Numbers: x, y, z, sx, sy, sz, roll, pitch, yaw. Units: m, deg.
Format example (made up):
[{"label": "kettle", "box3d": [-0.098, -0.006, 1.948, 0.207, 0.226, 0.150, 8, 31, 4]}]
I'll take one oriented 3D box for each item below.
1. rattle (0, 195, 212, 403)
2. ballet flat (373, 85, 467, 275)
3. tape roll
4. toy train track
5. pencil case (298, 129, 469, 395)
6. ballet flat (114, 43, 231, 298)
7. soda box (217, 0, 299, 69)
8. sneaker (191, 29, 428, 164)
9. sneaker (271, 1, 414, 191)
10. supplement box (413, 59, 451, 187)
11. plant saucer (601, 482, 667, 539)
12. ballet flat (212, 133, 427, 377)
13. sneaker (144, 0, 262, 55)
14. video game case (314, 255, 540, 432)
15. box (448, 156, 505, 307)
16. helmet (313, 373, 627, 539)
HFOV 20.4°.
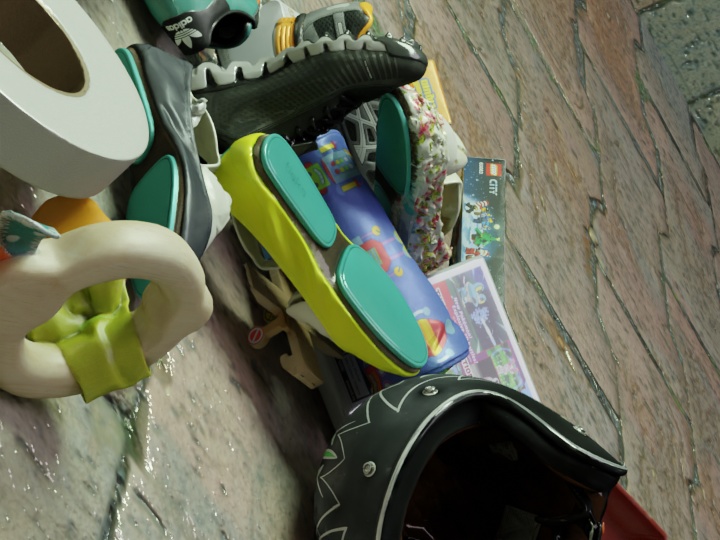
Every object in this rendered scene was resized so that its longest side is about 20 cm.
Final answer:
[{"label": "rattle", "box3d": [-0.169, -0.023, 1.032, 0.200, 0.130, 0.143, 31, 43, -54]}, {"label": "ballet flat", "box3d": [0.043, -0.068, 1.444, 0.200, 0.064, 0.076, 95, -28, -53]}, {"label": "tape roll", "box3d": [-0.201, -0.128, 1.113, 0.203, 0.037, 0.203, 43, 18, -18]}, {"label": "toy train track", "box3d": [-0.067, 0.004, 1.420, 0.115, 0.033, 0.200, 41, 25, -46]}, {"label": "pencil case", "box3d": [0.000, 0.000, 1.423, 0.200, 0.078, 0.087, 59, -10, 5]}, {"label": "ballet flat", "box3d": [-0.117, -0.062, 1.282, 0.073, 0.073, 0.200, 41, 29, -52]}, {"label": "soda box", "box3d": [-0.049, -0.102, 1.537, 0.068, 0.064, 0.200, 27, 43, -63]}, {"label": "sneaker", "box3d": [-0.047, -0.106, 1.364, 0.066, 0.200, 0.091, 26, 57, -71]}, {"label": "sneaker", "box3d": [0.011, -0.113, 1.500, 0.200, 0.077, 0.078, 57, 20, -28]}, {"label": "supplement box", "box3d": [0.039, -0.096, 1.659, 0.200, 0.069, 0.067, 79, -4, -68]}, {"label": "plant saucer", "box3d": [0.135, 0.242, 1.517, 0.037, 0.200, 0.200, 24, -14, 40]}, {"label": "ballet flat", "box3d": [-0.033, -0.004, 1.344, 0.200, 0.067, 0.067, 54, 31, -17]}, {"label": "sneaker", "box3d": [-0.107, -0.205, 1.504, 0.080, 0.071, 0.200, 68, 25, -6]}, {"label": "video game case", "box3d": [0.059, 0.107, 1.498, 0.182, 0.023, 0.200, -20, 88, -38]}, {"label": "box", "box3d": [0.095, 0.025, 1.672, 0.137, 0.038, 0.200, 94, -1, -55]}, {"label": "helmet", "box3d": [0.064, 0.161, 1.341, 0.200, 0.190, 0.200, 21, 90, -84]}]
